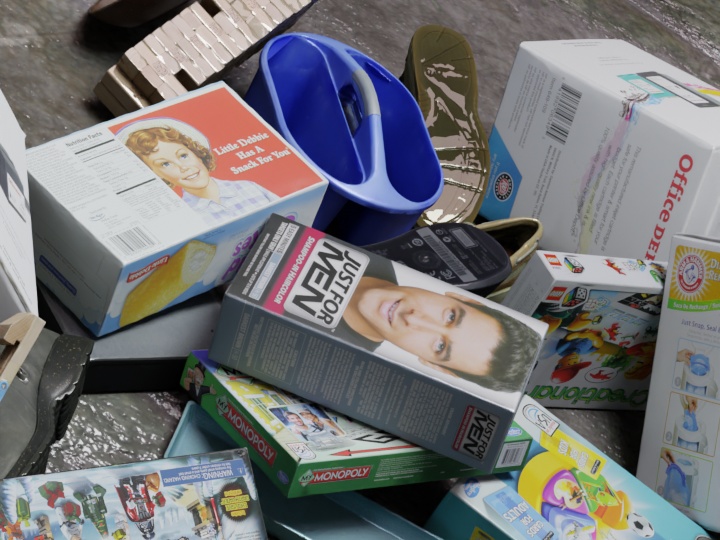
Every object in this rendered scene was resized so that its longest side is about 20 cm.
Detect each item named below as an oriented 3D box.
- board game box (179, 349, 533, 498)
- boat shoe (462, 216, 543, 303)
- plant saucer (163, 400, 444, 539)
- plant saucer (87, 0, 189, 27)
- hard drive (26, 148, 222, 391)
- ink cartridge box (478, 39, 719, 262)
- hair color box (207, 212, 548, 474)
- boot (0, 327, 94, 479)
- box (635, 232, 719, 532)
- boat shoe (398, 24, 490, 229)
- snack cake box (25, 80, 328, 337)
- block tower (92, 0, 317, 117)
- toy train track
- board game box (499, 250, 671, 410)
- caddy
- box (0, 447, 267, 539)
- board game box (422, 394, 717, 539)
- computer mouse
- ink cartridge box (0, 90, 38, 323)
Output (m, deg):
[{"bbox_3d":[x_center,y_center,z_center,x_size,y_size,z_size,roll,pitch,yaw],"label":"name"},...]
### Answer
[{"bbox_3d":[-0.002,0.093,1.592,0.199,0.029,0.135,-3,32,-39],"label":"board game box"},{"bbox_3d":[0.066,-0.005,1.795,0.072,0.076,0.200,46,36,15],"label":"boat shoe"},{"bbox_3d":[-0.035,0.155,1.553,0.199,0.019,0.070,30,32,-6],"label":"plant saucer"},{"bbox_3d":[-0.120,-0.241,1.863,0.032,0.199,0.200,58,30,-13],"label":"plant saucer"},{"bbox_3d":[-0.174,-0.003,1.627,0.139,0.033,0.200,0,45,-40],"label":"hard drive"},{"bbox_3d":[0.219,-0.076,1.906,0.199,0.148,0.145,33,25,34],"label":"ink cartridge box"},{"bbox_3d":[0.012,0.046,1.567,0.199,0.061,0.099,22,38,4],"label":"hair color box"},{"bbox_3d":[-0.244,0.088,1.436,0.130,0.068,0.200,18,34,-1],"label":"boot"},{"bbox_3d":[0.281,0.081,1.735,0.112,0.202,0.101,4,5,-37],"label":"box"},{"bbox_3d":[0.060,-0.100,1.925,0.071,0.066,0.202,7,57,-13],"label":"boat shoe"},{"bbox_3d":[-0.132,-0.045,1.604,0.115,0.067,0.199,42,41,23],"label":"snack cake box"},{"bbox_3d":[-0.108,-0.177,1.819,0.058,0.054,0.200,48,57,-1],"label":"block tower"},{"bbox_3d":[-0.236,0.106,1.311,0.032,0.115,0.201,35,74,-22],"label":"toy train track"},{"bbox_3d":[0.179,0.047,1.779,0.199,0.127,0.035,4,41,-37],"label":"board game box"},{"bbox_3d":[-0.016,-0.098,1.819,0.141,0.105,0.201,14,37,-28],"label":"caddy"},{"bbox_3d":[-0.133,0.179,1.362,0.199,0.040,0.138,-4,77,-44],"label":"box"},{"bbox_3d":[0.156,0.190,1.645,0.199,0.047,0.151,37,33,6],"label":"board game box"},{"bbox_3d":[0.000,0.000,1.706,0.199,0.046,0.140,-19,46,-36],"label":"computer mouse"},{"bbox_3d":[-0.278,-0.031,1.450,0.201,0.144,0.084,-104,173,-51],"label":"ink cartridge box"}]
